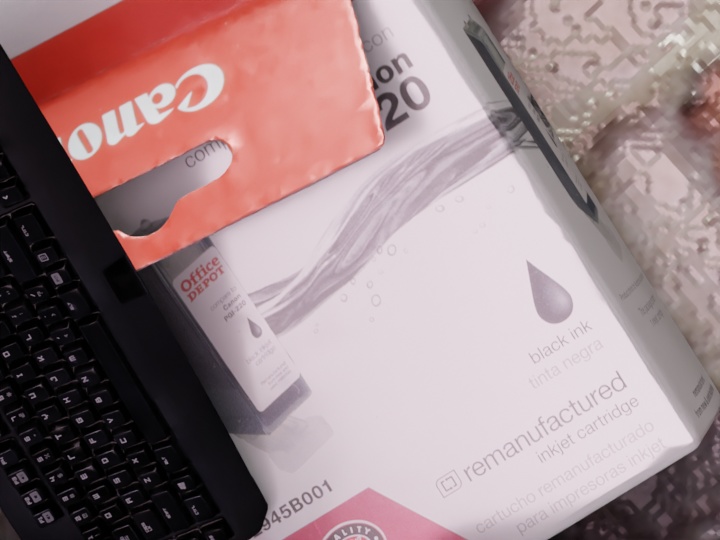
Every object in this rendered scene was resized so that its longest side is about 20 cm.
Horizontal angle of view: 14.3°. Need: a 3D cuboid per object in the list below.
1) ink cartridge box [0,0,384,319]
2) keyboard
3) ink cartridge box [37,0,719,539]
[{"bbox_3d":[-0.090,-0.094,0.855,0.160,0.047,0.201,-25,59,18],"label":"ink cartridge box"},{"bbox_3d":[-0.111,0.025,0.819,0.104,0.040,0.200,-21,120,14],"label":"keyboard"},{"bbox_3d":[0.000,0.000,0.899,0.145,0.085,0.200,-33,88,13],"label":"ink cartridge box"}]
